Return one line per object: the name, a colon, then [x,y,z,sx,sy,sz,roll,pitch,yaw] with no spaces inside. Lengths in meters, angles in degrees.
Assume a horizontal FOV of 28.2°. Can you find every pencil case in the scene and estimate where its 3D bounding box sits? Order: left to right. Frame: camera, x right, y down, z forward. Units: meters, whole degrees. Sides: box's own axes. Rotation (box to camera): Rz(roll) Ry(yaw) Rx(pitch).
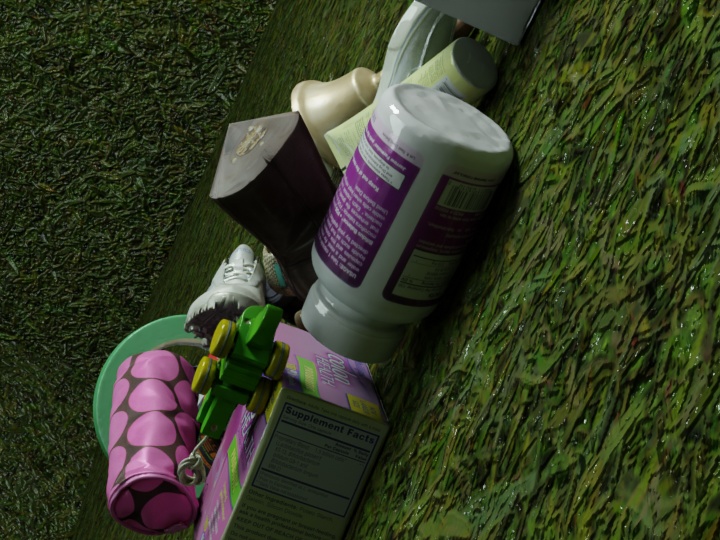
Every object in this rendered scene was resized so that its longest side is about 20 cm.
pencil case: [-0.187,0.161,1.337,0.090,0.094,0.201,-22,31,10]

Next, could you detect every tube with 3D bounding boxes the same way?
tube: [0.039,-0.133,1.257,0.200,0.052,0.058,-36,37,45]

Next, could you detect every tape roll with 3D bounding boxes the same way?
tape roll: [-0.194,0.151,1.582,0.048,0.199,0.202,161,129,-75]

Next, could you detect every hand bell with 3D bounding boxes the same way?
hand bell: [0.035,-0.191,1.380,0.199,0.104,0.105,-35,31,34]

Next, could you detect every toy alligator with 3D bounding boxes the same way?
toy alligator: [-0.106,0.091,1.163,0.054,0.059,0.201,-86,21,-54]

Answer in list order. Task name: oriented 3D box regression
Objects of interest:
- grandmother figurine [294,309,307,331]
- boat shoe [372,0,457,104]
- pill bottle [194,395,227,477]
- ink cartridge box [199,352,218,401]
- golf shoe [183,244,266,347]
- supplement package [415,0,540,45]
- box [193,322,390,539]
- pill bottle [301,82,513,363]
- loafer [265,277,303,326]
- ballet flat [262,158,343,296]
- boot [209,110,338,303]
grandmother figurine: [0.000,0.000,1.325,0.200,0.060,0.122,-54,43,43]
boat shoe: [0.057,-0.159,1.308,0.070,0.071,0.202,-19,-44,-53]
pill bottle: [-0.107,0.146,1.428,0.200,0.105,0.107,132,156,-60]
ink cartridge box: [-0.176,0.179,1.772,0.116,0.067,0.202,-108,40,-70]
golf shoe: [-0.122,0.020,1.343,0.200,0.077,0.098,117,157,-80]
supplement package: [0.098,-0.314,1.147,0.111,0.154,0.201,-91,25,-59]
box: [-0.066,0.172,1.227,0.176,0.096,0.202,-112,44,-73]
pill bottle: [0.029,-0.032,1.103,0.113,0.111,0.201,-93,27,-62]
loafer: [-0.025,-0.032,1.460,0.201,0.063,0.072,-55,29,-12]
ballet flat: [-0.056,-0.066,1.395,0.201,0.067,0.076,-76,-23,-43]
boot: [-0.022,-0.080,1.160,0.064,0.200,0.187,27,72,41]
